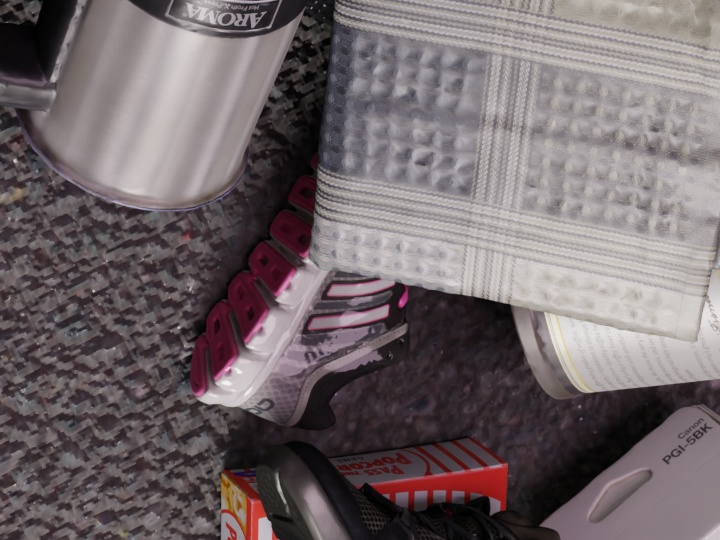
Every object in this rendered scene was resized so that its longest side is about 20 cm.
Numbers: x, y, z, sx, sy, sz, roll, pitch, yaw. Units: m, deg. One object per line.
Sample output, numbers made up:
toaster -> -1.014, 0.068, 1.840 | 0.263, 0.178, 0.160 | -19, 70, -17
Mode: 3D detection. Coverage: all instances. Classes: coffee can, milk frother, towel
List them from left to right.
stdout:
milk frother -> -0.103, -0.170, 1.166 | 0.180, 0.200, 0.188 | 18, 133, -11
towel -> 0.080, -0.065, 1.170 | 0.199, 0.035, 0.193 | 12, 123, 9
coffee can -> 0.187, -0.017, 1.277 | 0.199, 0.146, 0.147 | -7, 115, 20

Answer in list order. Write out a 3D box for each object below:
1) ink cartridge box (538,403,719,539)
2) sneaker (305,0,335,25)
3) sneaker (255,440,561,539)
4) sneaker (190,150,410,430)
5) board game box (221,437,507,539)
ink cartridge box -> 0.188, 0.197, 1.412 | 0.147, 0.083, 0.200 | -39, 130, -9
sneaker -> 0.033, -0.149, 1.247 | 0.200, 0.072, 0.083 | 21, 83, -58
sneaker -> 0.028, 0.136, 1.293 | 0.114, 0.076, 0.200 | -43, 122, -10
sneaker -> 0.000, 0.000, 1.292 | 0.087, 0.074, 0.200 | 34, 94, -29
board game box -> -0.001, 0.199, 1.366 | 0.151, 0.046, 0.201 | -6, 108, -24
